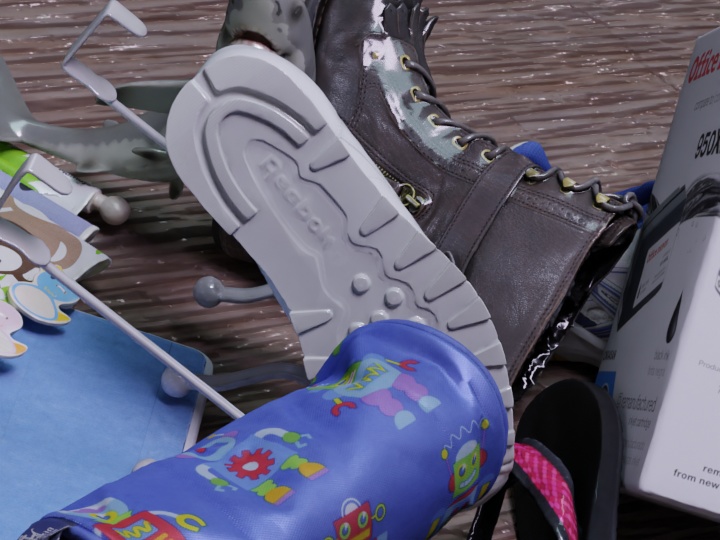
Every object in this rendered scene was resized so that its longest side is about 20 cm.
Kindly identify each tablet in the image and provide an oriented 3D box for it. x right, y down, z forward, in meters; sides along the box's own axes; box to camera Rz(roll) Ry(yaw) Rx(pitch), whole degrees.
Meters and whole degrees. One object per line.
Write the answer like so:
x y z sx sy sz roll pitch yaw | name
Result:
-0.130 0.069 1.064 0.129 0.014 0.200 19 31 -5 | tablet

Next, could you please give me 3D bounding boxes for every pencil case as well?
-0.035 0.085 0.960 0.087 0.078 0.200 20 33 32 | pencil case

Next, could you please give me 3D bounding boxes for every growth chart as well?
-0.174 -0.018 1.152 0.144 0.018 0.200 25 24 9 | growth chart

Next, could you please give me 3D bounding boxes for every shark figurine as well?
-0.075 -0.080 1.200 0.128 0.214 0.090 46 51 -33 | shark figurine

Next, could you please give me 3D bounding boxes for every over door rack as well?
-0.069 0.011 1.088 0.200 0.066 0.148 50 25 -20 | over door rack

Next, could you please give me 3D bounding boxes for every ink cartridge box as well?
0.161 0.002 1.123 0.084 0.201 0.145 17 -4 -6 | ink cartridge box

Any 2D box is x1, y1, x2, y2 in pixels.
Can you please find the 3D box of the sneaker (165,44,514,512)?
0.000 0.000 1.074 0.201 0.076 0.081 61 6 -7 | sneaker

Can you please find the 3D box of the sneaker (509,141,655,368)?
0.137 0.010 1.246 0.199 0.088 0.075 20 29 -4 | sneaker

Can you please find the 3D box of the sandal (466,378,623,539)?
0.068 0.105 1.071 0.045 0.075 0.200 19 34 -10 | sandal

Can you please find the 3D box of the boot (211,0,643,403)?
0.045 -0.051 1.208 0.173 0.201 0.069 23 -5 24 | boot
